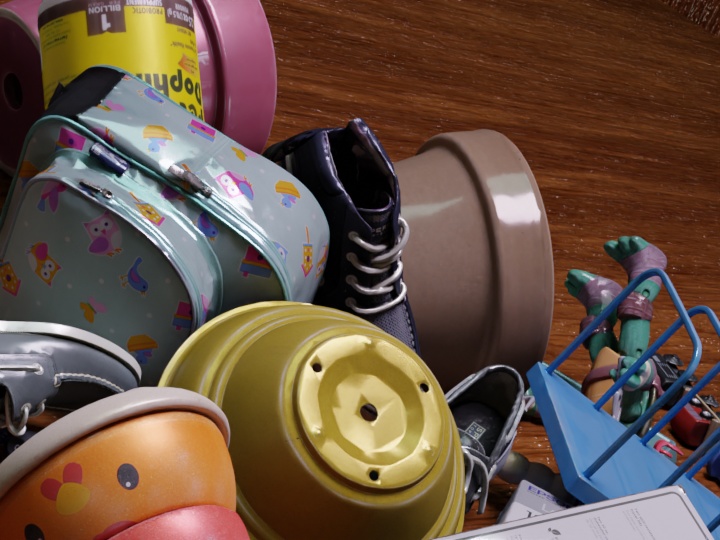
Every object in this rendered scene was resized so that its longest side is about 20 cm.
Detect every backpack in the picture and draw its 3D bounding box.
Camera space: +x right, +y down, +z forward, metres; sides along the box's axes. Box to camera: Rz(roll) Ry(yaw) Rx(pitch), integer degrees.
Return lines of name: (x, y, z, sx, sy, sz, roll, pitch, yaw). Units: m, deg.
backpack: (-0.126, -0.003, 1.234, 0.199, 0.177, 0.154, 25, 34, -4)

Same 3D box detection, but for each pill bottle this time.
pill bottle: (-0.160, -0.091, 1.375, 0.108, 0.202, 0.109, -6, -7, -1)

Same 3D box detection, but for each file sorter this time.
file sorter: (0.229, 0.114, 1.309, 0.199, 0.123, 0.139, 36, 18, -22)

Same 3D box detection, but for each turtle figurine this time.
turtle figurine: (0.175, 0.081, 1.480, 0.100, 0.149, 0.201, 36, 51, -31)

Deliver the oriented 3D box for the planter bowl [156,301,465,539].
planter bowl: (-0.010, 0.092, 1.110, 0.199, 0.083, 0.202, 14, 59, -23)

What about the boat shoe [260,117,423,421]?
boat shoe: (0.000, 0.000, 1.277, 0.074, 0.093, 0.201, -25, 88, -30)

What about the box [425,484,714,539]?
box: (0.109, 0.192, 1.066, 0.198, 0.060, 0.117, -9, 52, -30)

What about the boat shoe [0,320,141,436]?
boat shoe: (-0.204, 0.063, 1.094, 0.199, 0.073, 0.062, 17, 55, -41)

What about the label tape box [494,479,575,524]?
label tape box: (0.143, 0.194, 1.220, 0.142, 0.067, 0.200, 27, 21, 5)

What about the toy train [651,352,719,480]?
toy train: (0.273, 0.122, 1.615, 0.045, 0.034, 0.200, 12, 23, -25)

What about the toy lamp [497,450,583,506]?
toy lamp: (0.096, 0.131, 1.342, 0.198, 0.059, 0.058, 23, 19, 1)

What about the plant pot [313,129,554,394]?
plant pot: (0.018, 0.002, 1.415, 0.173, 0.202, 0.201, -3, 29, -20)

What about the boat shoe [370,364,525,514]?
boat shoe: (0.049, 0.122, 1.225, 0.073, 0.068, 0.199, 35, 38, 16)

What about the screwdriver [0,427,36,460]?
screwdriver: (-0.215, 0.075, 1.137, 0.028, 0.029, 0.200, 1, 31, -50)

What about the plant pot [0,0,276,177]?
plant pot: (-0.191, -0.146, 1.524, 0.178, 0.202, 0.200, -16, 43, -40)

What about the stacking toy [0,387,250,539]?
stacking toy: (-0.087, 0.169, 0.946, 0.145, 0.146, 0.201, 1, 46, -49)

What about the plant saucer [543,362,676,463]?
plant saucer: (0.154, 0.097, 1.555, 0.199, 0.019, 0.070, 31, 20, 17)
